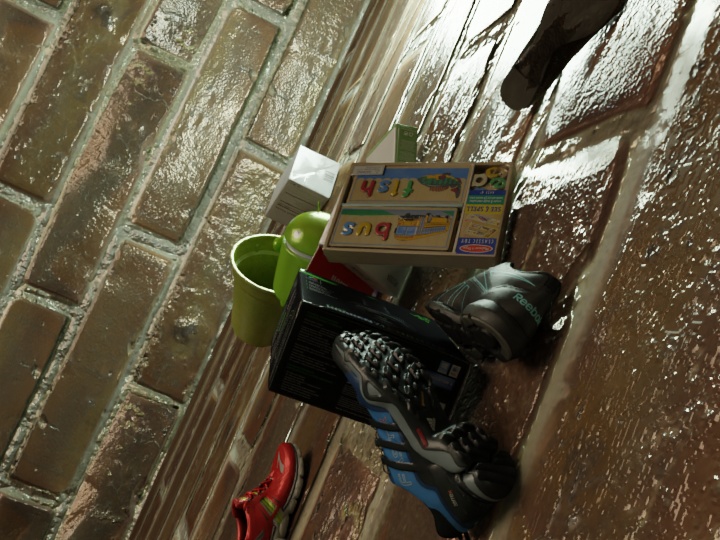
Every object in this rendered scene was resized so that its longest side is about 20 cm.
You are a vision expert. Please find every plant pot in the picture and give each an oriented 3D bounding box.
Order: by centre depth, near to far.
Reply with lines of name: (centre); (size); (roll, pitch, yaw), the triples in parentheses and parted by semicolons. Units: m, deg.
plant pot: (-0.193, 0.056, 1.679); (0.201, 0.200, 0.185); (-84, 12, -55)

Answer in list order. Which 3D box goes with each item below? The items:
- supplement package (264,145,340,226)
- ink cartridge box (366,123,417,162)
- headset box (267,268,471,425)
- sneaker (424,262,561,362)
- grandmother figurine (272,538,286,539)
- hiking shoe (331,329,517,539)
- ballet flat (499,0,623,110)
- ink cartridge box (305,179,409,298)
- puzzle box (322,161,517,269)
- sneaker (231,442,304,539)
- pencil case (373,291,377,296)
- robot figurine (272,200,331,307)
supplement package: (-0.156, -0.212, 2.112); (0.200, 0.120, 0.122); (-45, 25, 55)
ink cartridge box: (0.044, -0.130, 1.356); (0.146, 0.048, 0.201); (144, 133, -65)
headset box: (0.001, 0.082, 0.822); (0.200, 0.174, 0.093); (-118, 49, -80)
sneaker: (0.122, 0.037, 0.738); (0.079, 0.075, 0.200); (-44, 10, -9)
grandmother figurine: (-0.135, 0.439, 1.006); (0.121, 0.061, 0.200); (0, 59, 45)
hiking shoe: (0.033, 0.133, 0.661); (0.200, 0.074, 0.087); (46, 120, 31)
ballet flat: (0.224, -0.258, 0.880); (0.046, 0.067, 0.200); (-32, -17, -43)
ink cartridge box: (0.000, 0.000, 1.039); (0.177, 0.045, 0.200); (-66, -27, -8)
puzzle box: (0.066, -0.065, 0.890); (0.025, 0.199, 0.133); (63, -144, -51)
sneaker: (-0.140, 0.334, 1.138); (0.077, 0.085, 0.200); (-44, 25, 55)
pencil case: (-0.021, 0.048, 1.219); (0.086, 0.084, 0.200); (68, -135, -76)
robot figurine: (-0.080, -0.010, 1.330); (0.176, 0.115, 0.200); (-120, 39, -51)
